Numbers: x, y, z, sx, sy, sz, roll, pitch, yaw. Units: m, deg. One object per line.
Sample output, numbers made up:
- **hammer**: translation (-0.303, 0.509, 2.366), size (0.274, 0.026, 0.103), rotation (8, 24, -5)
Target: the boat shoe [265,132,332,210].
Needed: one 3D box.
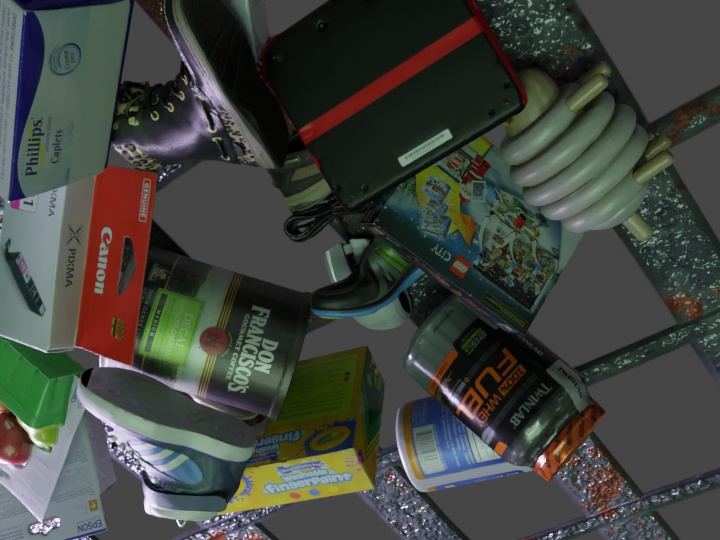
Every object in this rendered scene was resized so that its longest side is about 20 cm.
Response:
- **boat shoe**: translation (-0.017, -0.132, 0.871), size (0.200, 0.075, 0.073), rotation (-33, 117, 26)

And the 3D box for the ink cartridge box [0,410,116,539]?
- **ink cartridge box**: translation (-0.408, 0.252, 1.158), size (0.196, 0.043, 0.200), rotation (-19, 81, 22)

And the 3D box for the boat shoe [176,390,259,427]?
- **boat shoe**: translation (-0.203, 0.148, 1.075), size (0.200, 0.071, 0.063), rotation (20, 114, 26)

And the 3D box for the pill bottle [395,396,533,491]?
- **pill bottle**: translation (0.152, 0.191, 1.074), size (0.200, 0.112, 0.112), rotation (-16, 124, 18)

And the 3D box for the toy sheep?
- **toy sheep**: translation (0.206, -0.104, 0.831), size (0.138, 0.138, 0.200), rotation (-38, 97, 30)

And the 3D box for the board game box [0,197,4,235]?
- **board game box**: translation (-0.401, -0.026, 1.024), size (0.200, 0.035, 0.126), rotation (1, 128, 6)

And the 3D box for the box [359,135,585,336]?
- **box**: translation (0.116, -0.046, 0.892), size (0.200, 0.038, 0.137), rotation (36, 81, -19)

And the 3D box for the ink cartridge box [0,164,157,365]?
- **ink cartridge box**: translation (-0.294, -0.015, 0.913), size (0.173, 0.044, 0.200), rotation (13, 97, 32)

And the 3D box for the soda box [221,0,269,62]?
- **soda box**: translation (-0.127, -0.283, 0.775), size (0.068, 0.064, 0.200), rotation (1, 128, 7)

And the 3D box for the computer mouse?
- **computer mouse**: translation (0.000, 0.000, 0.989), size (0.110, 0.044, 0.200), rotation (-18, 123, 18)

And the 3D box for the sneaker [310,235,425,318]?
- **sneaker**: translation (0.028, -0.019, 0.924), size (0.200, 0.071, 0.083), rotation (-34, 110, -10)

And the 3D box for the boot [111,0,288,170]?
- **boot**: translation (-0.163, -0.158, 0.799), size (0.150, 0.073, 0.200), rotation (-3, 149, 20)

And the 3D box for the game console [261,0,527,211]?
- **game console**: translation (0.024, -0.174, 0.812), size (0.200, 0.031, 0.177), rotation (-30, 96, 20)

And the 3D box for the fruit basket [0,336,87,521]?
- **fruit basket**: translation (-0.416, 0.177, 1.111), size (0.185, 0.094, 0.200), rotation (33, 116, 23)

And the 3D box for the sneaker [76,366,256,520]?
- **sneaker**: translation (-0.223, 0.199, 0.951), size (0.200, 0.081, 0.147), rotation (24, 112, -15)

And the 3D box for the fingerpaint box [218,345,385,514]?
- **fingerpaint box**: translation (-0.079, 0.189, 1.066), size (0.200, 0.167, 0.073), rotation (-14, 124, 16)

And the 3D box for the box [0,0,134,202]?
- **box**: translation (-0.307, -0.197, 0.781), size (0.200, 0.105, 0.184), rotation (41, 131, 23)

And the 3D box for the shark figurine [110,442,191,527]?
- **shark figurine**: translation (-0.249, 0.204, 1.137), size (0.214, 0.128, 0.090), rotation (34, 163, 35)

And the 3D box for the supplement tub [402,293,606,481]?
- **supplement tub**: translation (0.153, 0.122, 0.963), size (0.200, 0.122, 0.123), rotation (40, 130, 19)

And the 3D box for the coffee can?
- **coffee can**: translation (-0.167, 0.067, 0.997), size (0.200, 0.146, 0.146), rotation (17, 127, -6)
